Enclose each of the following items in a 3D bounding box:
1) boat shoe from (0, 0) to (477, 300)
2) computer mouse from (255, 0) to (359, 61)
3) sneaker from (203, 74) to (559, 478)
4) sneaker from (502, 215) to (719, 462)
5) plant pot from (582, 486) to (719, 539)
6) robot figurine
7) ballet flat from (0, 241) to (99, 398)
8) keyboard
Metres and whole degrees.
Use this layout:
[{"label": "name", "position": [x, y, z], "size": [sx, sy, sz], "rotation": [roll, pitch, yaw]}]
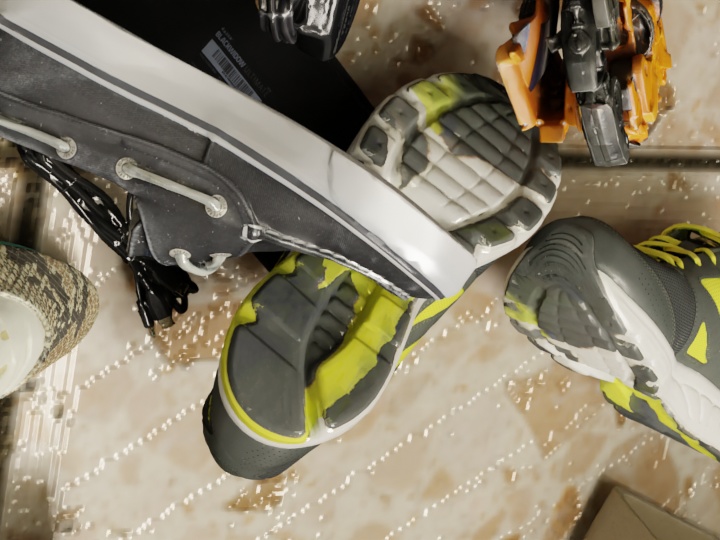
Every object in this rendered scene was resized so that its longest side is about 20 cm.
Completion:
[{"label": "boat shoe", "position": [-0.057, -0.031, 0.958], "size": [0.199, 0.072, 0.068], "rotation": [29, 89, -7]}, {"label": "computer mouse", "position": [-0.023, -0.104, 0.963], "size": [0.034, 0.200, 0.059], "rotation": [16, 97, 4]}, {"label": "sneaker", "position": [0.000, 0.000, 1.051], "size": [0.074, 0.085, 0.200], "rotation": [44, 54, 1]}, {"label": "sneaker", "position": [0.122, 0.011, 1.151], "size": [0.085, 0.074, 0.200], "rotation": [-62, 150, -10]}, {"label": "plant pot", "position": [0.164, 0.248, 1.220], "size": [0.200, 0.200, 0.177], "rotation": [29, 104, -37]}, {"label": "robot figurine", "position": [0.077, -0.139, 1.039], "size": [0.058, 0.145, 0.201], "rotation": [-4, 113, 16]}, {"label": "ballet flat", "position": [-0.171, 0.018, 0.970], "size": [0.199, 0.075, 0.068], "rotation": [18, 116, -37]}, {"label": "keyboard", "position": [-0.069, -0.057, 1.039], "size": [0.127, 0.021, 0.200], "rotation": [-49, 126, -13]}]
